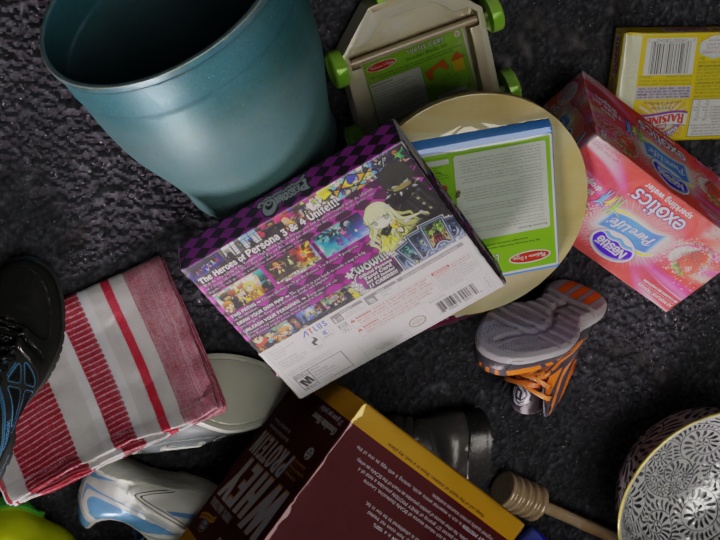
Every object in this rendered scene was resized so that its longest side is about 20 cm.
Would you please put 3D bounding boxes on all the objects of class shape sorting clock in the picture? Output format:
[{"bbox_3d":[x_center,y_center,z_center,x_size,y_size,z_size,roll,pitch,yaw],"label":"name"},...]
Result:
[{"bbox_3d":[0.090,-0.053,1.394,0.199,0.039,0.201,-5,114,-12],"label":"shape sorting clock"}]

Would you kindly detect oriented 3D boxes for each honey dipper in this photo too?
[{"bbox_3d":[0.211,0.244,1.667,0.199,0.038,0.038,26,102,-31],"label":"honey dipper"}]

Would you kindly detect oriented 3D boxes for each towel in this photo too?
[{"bbox_3d":[-0.227,0.091,1.409,0.199,0.023,0.145,-24,82,-8],"label":"towel"}]

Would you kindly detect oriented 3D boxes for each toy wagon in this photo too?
[{"bbox_3d":[0.047,-0.183,1.422,0.154,0.040,0.201,-21,117,-10],"label":"toy wagon"}]

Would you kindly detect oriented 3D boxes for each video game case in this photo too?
[{"bbox_3d":[-0.012,-0.003,1.336,0.199,0.036,0.181,-30,131,12],"label":"video game case"}]

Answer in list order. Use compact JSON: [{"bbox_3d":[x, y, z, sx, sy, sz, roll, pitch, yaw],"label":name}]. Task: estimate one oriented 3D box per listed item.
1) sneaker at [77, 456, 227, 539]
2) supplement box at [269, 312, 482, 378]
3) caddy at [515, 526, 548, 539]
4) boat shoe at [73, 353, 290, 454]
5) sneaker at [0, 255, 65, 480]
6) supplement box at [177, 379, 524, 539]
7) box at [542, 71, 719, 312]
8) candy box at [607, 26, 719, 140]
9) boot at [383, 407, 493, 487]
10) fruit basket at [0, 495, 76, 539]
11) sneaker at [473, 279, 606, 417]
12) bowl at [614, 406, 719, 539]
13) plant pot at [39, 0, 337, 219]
[{"bbox_3d":[-0.155,0.215,1.502,0.199,0.072,0.073,18,107,-23],"label":"sneaker"},{"bbox_3d":[0.000,0.000,1.455,0.199,0.086,0.111,-17,116,-13],"label":"supplement box"},{"bbox_3d":[0.193,0.343,1.639,0.105,0.141,0.200,-47,118,1],"label":"caddy"},{"bbox_3d":[-0.157,0.121,1.479,0.199,0.073,0.062,-7,158,-24],"label":"boat shoe"},{"bbox_3d":[-0.289,0.082,1.357,0.073,0.082,0.201,14,78,3],"label":"sneaker"},{"bbox_3d":[-0.012,0.225,1.447,0.197,0.133,0.200,38,86,-25],"label":"supplement box"},{"bbox_3d":[0.231,-0.066,1.489,0.200,0.095,0.103,33,123,-28],"label":"box"},{"bbox_3d":[0.316,-0.169,1.529,0.199,0.026,0.103,-3,117,-18],"label":"candy box"},{"bbox_3d":[0.050,0.221,1.586,0.131,0.070,0.201,-3,102,-15],"label":"boot"},{"bbox_3d":[-0.270,0.296,1.479,0.214,0.156,0.217,0,74,1],"label":"fruit basket"},{"bbox_3d":[0.153,0.086,1.509,0.200,0.077,0.113,-19,133,-54],"label":"sneaker"},{"bbox_3d":[0.322,0.206,1.652,0.200,0.094,0.202,-7,115,-16],"label":"bowl"},{"bbox_3d":[-0.111,-0.148,1.303,0.200,0.200,0.188,-35,133,-3],"label":"plant pot"}]
